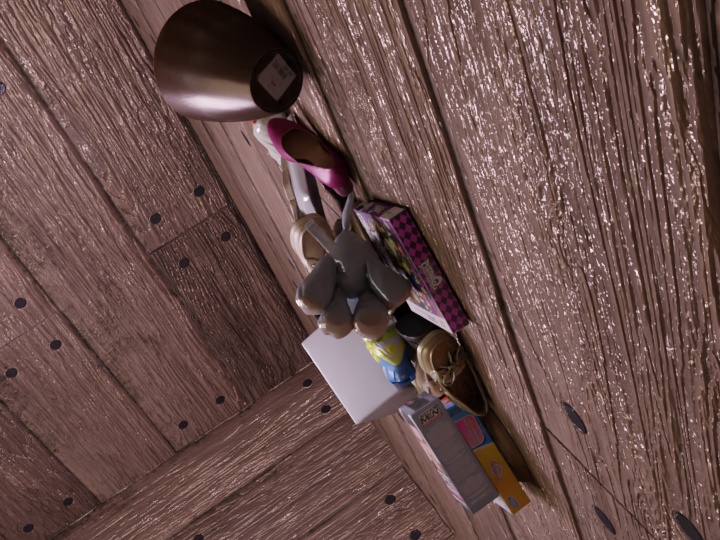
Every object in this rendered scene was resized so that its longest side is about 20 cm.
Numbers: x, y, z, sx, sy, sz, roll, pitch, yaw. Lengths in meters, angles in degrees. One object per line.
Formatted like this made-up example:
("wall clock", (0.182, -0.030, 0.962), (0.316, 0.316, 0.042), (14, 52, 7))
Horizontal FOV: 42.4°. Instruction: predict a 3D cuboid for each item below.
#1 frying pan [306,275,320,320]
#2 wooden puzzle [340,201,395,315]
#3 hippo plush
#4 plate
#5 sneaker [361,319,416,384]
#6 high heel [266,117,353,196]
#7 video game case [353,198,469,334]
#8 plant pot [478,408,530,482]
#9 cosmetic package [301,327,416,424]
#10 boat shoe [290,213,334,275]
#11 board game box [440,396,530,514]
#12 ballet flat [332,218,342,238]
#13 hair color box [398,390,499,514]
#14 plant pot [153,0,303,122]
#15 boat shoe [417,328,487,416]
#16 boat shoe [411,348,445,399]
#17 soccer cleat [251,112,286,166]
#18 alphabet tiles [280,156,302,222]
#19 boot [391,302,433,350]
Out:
("frying pan", (-0.033, 0.048, 1.788), (0.031, 0.190, 0.115), (-26, 74, 42))
("wooden puzzle", (0.000, 0.000, 1.613), (0.185, 0.046, 0.201), (120, 131, -75))
("hippo plush", (-0.028, 0.021, 1.419), (0.200, 0.159, 0.161), (56, 171, 4))
("plate", (-0.096, -0.144, 1.646), (0.200, 0.032, 0.200), (71, -176, -55))
("sneaker", (0.053, 0.155, 1.690), (0.200, 0.075, 0.105), (-93, -17, -82))
("high heel", (-0.088, -0.202, 1.499), (0.200, 0.067, 0.096), (38, 173, 22))
("video game case", (0.074, -0.010, 1.397), (0.200, 0.036, 0.181), (60, 170, -17))
("plant pot", (0.232, 0.300, 1.662), (0.200, 0.027, 0.200), (54, 170, 14))
("cosmetic package", (0.018, 0.188, 1.873), (0.200, 0.123, 0.200), (54, -163, 17))
("boat shoe", (-0.065, -0.018, 1.574), (0.065, 0.072, 0.200), (54, 168, 36))
("board game box", (0.210, 0.323, 1.644), (0.200, 0.040, 0.153), (58, 171, -4))
("ballet flat", (-0.036, -0.002, 1.737), (0.067, 0.062, 0.201), (125, 133, -72))
("hair color box", (0.150, 0.310, 1.591), (0.200, 0.061, 0.099), (58, 171, -4))
("plant pot", (-0.180, -0.300, 1.388), (0.200, 0.187, 0.187), (25, 150, 46))
("boat shoe", (0.155, 0.165, 1.492), (0.063, 0.073, 0.200), (39, 172, 45))
("boat shoe", (0.138, 0.207, 1.749), (0.065, 0.072, 0.201), (12, 135, 24))
("soccer cleat", (-0.148, -0.241, 1.714), (0.078, 0.069, 0.200), (50, 177, 10))
("alphabet tiles", (-0.111, -0.106, 1.680), (0.196, 0.015, 0.200), (-99, -6, -48))
("boot", (0.125, 0.137, 1.569), (0.174, 0.069, 0.200), (57, 180, -12))
